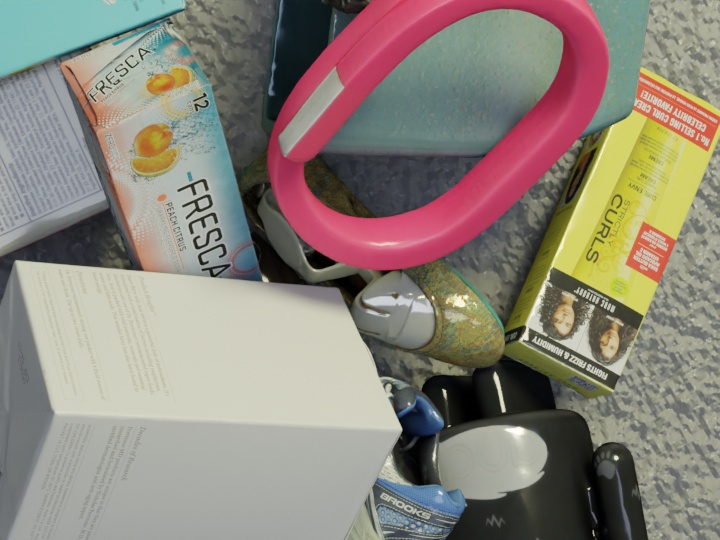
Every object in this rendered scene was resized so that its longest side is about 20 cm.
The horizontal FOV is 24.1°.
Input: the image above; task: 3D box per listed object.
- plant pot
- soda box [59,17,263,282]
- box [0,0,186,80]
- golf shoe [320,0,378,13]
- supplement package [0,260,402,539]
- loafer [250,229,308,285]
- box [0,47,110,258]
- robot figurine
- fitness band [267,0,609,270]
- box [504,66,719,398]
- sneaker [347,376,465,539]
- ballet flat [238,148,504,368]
[{"bbox_3d":[0.063,-0.161,1.007,0.199,0.196,0.197,7,97,-13],"label":"plant pot"},{"bbox_3d":[-0.106,-0.041,0.950,0.068,0.064,0.201,-24,141,-11],"label":"soda box"},{"bbox_3d":[-0.196,-0.130,0.918,0.199,0.082,0.049,-22,99,-3],"label":"box"},{"bbox_3d":[0.053,-0.210,0.863,0.088,0.077,0.201,28,96,-35],"label":"golf shoe"},{"bbox_3d":[-0.100,0.084,0.934,0.199,0.122,0.120,6,128,-27],"label":"supplement package"},{"bbox_3d":[-0.131,0.038,1.072,0.199,0.073,0.072,-28,93,-9],"label":"loafer"},{"bbox_3d":[-0.242,-0.068,1.017,0.199,0.109,0.128,-24,100,-3],"label":"box"},{"bbox_3d":[0.097,0.160,1.073,0.124,0.150,0.201,-7,77,-15],"label":"robot figurine"},{"bbox_3d":[0.039,-0.080,0.889,0.143,0.038,0.200,25,122,-38],"label":"fitness band"},{"bbox_3d":[0.161,-0.024,1.075,0.075,0.050,0.201,28,75,-8],"label":"box"},{"bbox_3d":[0.011,0.094,1.042,0.077,0.201,0.085,15,127,-44],"label":"sneaker"},{"bbox_3d":[0.000,0.000,1.049,0.200,0.071,0.071,43,91,12],"label":"ballet flat"}]
